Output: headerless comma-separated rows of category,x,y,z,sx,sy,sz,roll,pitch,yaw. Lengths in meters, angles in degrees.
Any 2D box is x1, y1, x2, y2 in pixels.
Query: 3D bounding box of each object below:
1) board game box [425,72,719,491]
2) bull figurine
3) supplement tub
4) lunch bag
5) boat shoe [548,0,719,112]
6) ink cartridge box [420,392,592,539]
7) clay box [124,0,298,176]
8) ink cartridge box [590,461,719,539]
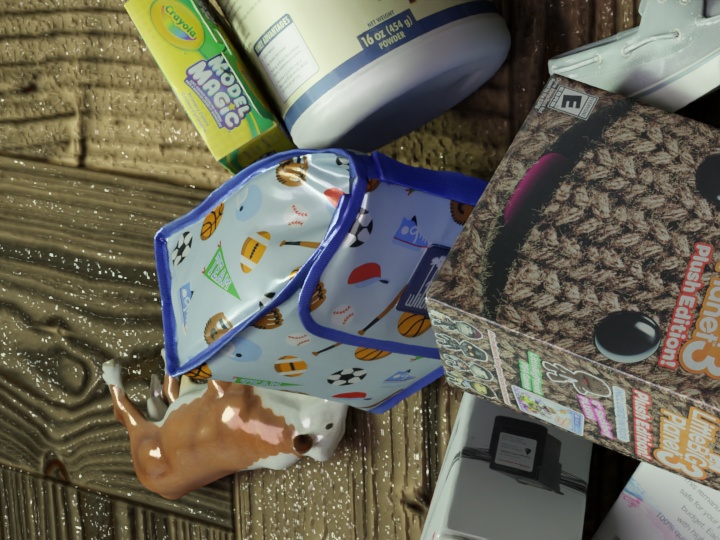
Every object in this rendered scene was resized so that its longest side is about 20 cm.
board game box,0.162,0.009,1.304,0.200,0.159,0.097,20,155,21
bull figurine,-0.094,0.093,1.656,0.200,0.065,0.121,-25,83,40
supplement tub,-0.016,-0.181,1.445,0.145,0.145,0.200,-37,79,41
lunch bag,0.000,0.000,1.456,0.200,0.170,0.124,-35,55,41
boat shoe,0.178,-0.130,1.345,0.201,0.070,0.072,-27,91,46
ink cartridge box,0.077,0.168,1.432,0.083,0.200,0.145,16,118,1
clay box,-0.086,-0.114,1.503,0.048,0.200,0.115,-32,80,3
ink cartridge box,0.223,0.158,1.388,0.145,0.087,0.200,43,128,22
